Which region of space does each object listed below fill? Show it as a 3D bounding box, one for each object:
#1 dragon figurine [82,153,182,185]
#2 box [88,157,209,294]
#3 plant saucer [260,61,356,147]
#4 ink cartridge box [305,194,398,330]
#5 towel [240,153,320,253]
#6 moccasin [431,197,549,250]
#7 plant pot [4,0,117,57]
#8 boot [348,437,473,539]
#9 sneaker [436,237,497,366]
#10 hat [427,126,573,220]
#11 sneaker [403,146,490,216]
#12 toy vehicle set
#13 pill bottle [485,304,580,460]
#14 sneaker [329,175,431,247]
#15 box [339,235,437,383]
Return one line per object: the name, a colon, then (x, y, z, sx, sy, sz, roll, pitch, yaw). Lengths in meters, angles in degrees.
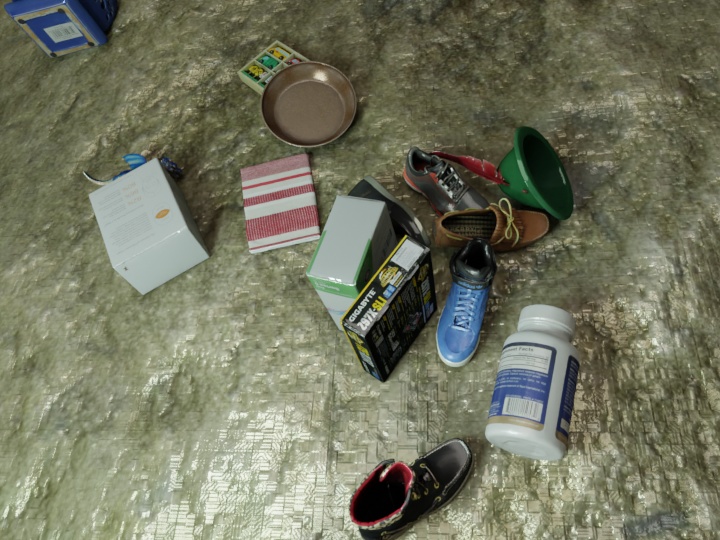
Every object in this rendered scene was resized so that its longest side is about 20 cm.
dragon figurine: (-0.471, -0.203, 1.242, 0.198, 0.059, 0.100, 11, 64, 17)
box: (-0.403, -0.086, 1.134, 0.151, 0.107, 0.201, -29, 59, -5)
plant saucer: (-0.106, -0.337, 1.228, 0.198, 0.037, 0.203, 0, 73, 0)
ink cartridge box: (0.000, 0.000, 0.945, 0.087, 0.200, 0.147, 10, 65, 21)
towel: (-0.156, -0.132, 1.156, 0.142, 0.023, 0.202, -13, 61, 3)
moccasin: (0.220, -0.076, 0.990, 0.199, 0.078, 0.075, 4, 78, -6)
plant pot: (-0.749, -0.661, 1.484, 0.197, 0.200, 0.182, -11, 66, 6)
boot: (0.069, 0.287, 0.797, 0.199, 0.151, 0.073, -34, 60, -7)
sneaker: (0.165, 0.043, 0.934, 0.076, 0.112, 0.202, 15, 66, 20)
hat: (0.256, -0.147, 1.061, 0.175, 0.164, 0.202, -29, 62, 40)
sneaker: (0.150, -0.152, 1.061, 0.199, 0.082, 0.077, 37, 74, 24)
toy vehicle set: (-0.166, -0.427, 1.317, 0.124, 0.027, 0.200, -44, 62, -13)
pill bottle: (0.252, 0.157, 0.852, 0.110, 0.111, 0.202, 11, 64, 18)
sneaker: (0.035, -0.078, 1.061, 0.106, 0.075, 0.200, -40, 52, -6)
box: (0.050, 0.066, 0.896, 0.049, 0.201, 0.160, 29, 71, 23)
